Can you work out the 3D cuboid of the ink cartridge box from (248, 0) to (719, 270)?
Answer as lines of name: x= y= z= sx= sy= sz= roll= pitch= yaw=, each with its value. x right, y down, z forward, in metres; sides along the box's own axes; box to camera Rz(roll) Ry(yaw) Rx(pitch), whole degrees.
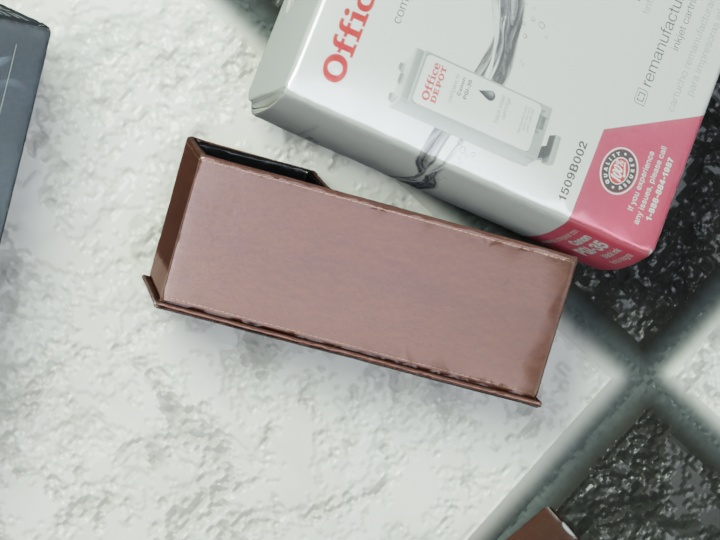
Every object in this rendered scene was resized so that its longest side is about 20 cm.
ink cartridge box: x=0.065 y=-0.106 z=1.429 sx=0.199 sy=0.083 sz=0.147 roll=23 pitch=82 yaw=-12

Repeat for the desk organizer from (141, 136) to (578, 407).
desk organizer: x=0.000 y=0.000 z=1.455 sx=0.199 sy=0.072 sz=0.077 roll=15 pitch=98 yaw=-11

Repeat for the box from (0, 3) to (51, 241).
box: x=-0.263 y=-0.042 z=1.370 sx=0.181 sy=0.104 sz=0.201 roll=11 pitch=98 yaw=-25

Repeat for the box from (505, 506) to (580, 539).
box: x=0.050 y=0.218 z=1.486 sx=0.200 sy=0.100 sz=0.075 roll=-42 pitch=103 yaw=1
